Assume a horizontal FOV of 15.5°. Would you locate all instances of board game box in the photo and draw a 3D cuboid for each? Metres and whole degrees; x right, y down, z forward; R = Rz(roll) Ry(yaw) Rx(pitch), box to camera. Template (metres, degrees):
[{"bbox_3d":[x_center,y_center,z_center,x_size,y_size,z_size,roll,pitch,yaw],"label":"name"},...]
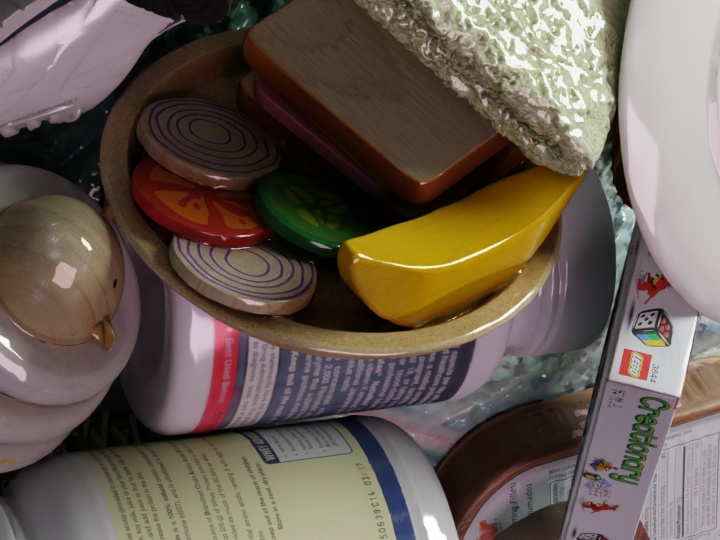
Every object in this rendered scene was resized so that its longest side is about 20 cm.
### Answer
[{"bbox_3d":[0.123,0.035,1.147,0.034,0.127,0.200,13,155,5],"label":"board game box"}]

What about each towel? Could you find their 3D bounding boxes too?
[{"bbox_3d":[0.040,-0.143,0.993,0.200,0.149,0.036,43,141,-20],"label":"towel"}]

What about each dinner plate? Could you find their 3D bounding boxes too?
[{"bbox_3d":[0.173,-0.075,1.059,0.199,0.024,0.202,-9,103,-46],"label":"dinner plate"}]

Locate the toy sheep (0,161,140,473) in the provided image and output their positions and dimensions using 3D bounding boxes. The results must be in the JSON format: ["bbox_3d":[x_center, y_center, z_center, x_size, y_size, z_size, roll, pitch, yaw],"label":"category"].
[{"bbox_3d":[-0.163,0.021,1.050,0.137,0.139,0.199,23,149,-35],"label":"toy sheep"}]

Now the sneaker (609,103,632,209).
[{"bbox_3d":[0.177,-0.104,1.152,0.077,0.073,0.201,8,123,-41],"label":"sneaker"}]

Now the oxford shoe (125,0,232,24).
[{"bbox_3d":[-0.122,-0.171,0.957,0.199,0.073,0.085,29,69,-12],"label":"oxford shoe"}]

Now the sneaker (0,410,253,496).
[{"bbox_3d":[-0.141,0.093,1.151,0.199,0.067,0.090,-20,135,-6],"label":"sneaker"}]

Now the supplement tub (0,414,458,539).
[{"bbox_3d":[-0.069,0.141,1.086,0.199,0.145,0.146,-6,126,-21],"label":"supplement tub"}]

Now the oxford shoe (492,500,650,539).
[{"bbox_3d":[0.125,0.198,1.288,0.074,0.071,0.201,-18,106,15],"label":"oxford shoe"}]

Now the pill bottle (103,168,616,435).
[{"bbox_3d":[0.000,0.000,1.114,0.199,0.120,0.120,-5,126,-20],"label":"pill bottle"}]

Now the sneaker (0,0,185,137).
[{"bbox_3d":[-0.144,-0.080,1.025,0.199,0.077,0.081,-29,140,0],"label":"sneaker"}]

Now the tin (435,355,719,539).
[{"bbox_3d":[0.128,0.107,1.306,0.199,0.042,0.113,-15,125,-14],"label":"tin"}]

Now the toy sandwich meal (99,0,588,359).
[{"bbox_3d":[-0.001,-0.050,1.025,0.204,0.206,0.071,-5,137,-21],"label":"toy sandwich meal"}]
